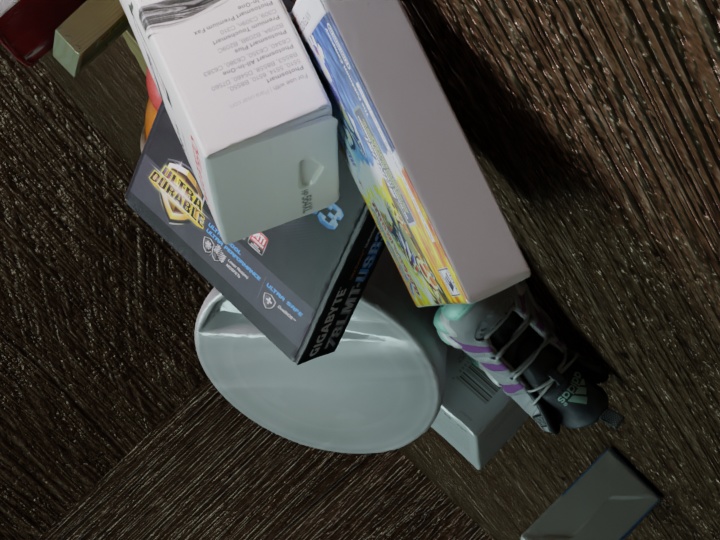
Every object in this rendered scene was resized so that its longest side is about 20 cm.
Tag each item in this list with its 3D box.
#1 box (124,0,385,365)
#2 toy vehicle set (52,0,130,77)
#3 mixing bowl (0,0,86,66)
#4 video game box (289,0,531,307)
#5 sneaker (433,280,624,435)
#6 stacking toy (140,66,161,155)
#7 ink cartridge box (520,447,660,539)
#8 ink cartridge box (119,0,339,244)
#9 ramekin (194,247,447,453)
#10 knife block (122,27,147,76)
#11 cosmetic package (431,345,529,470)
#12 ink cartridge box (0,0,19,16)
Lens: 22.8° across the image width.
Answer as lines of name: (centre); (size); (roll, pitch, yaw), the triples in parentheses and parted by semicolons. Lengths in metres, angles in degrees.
box: (-0.060, -0.072, 1.235); (0.200, 0.199, 0.050); (43, -144, 25)
toy vehicle set: (-0.191, -0.214, 1.425); (0.027, 0.124, 0.200); (47, 173, -8)
mixing bowl: (-0.270, -0.281, 1.472); (0.200, 0.108, 0.200); (-24, -90, -85)
video game box: (0.021, -0.076, 1.035); (0.200, 0.047, 0.182); (64, 175, -1)
sneaker: (0.136, 0.067, 1.308); (0.140, 0.078, 0.200); (42, -178, 22)
stacking toy: (-0.115, -0.167, 1.329); (0.146, 0.146, 0.200); (41, 156, 41)
ink cartridge box: (0.209, 0.239, 1.654); (0.067, 0.116, 0.200); (44, 174, 13)
ink cartridge box: (-0.089, -0.137, 1.105); (0.146, 0.084, 0.200); (87, 160, -70)
ramekin: (-0.021, 0.044, 1.383); (0.202, 0.094, 0.202); (12, 139, 11)
knife block: (-0.125, -0.157, 1.621); (0.176, 0.064, 0.200); (44, 173, 12)
cosmetic package: (0.107, 0.100, 1.523); (0.074, 0.102, 0.200); (42, 171, 12)
ink cartridge box: (-0.267, -0.260, 1.307); (0.084, 0.200, 0.145); (53, 171, -30)
